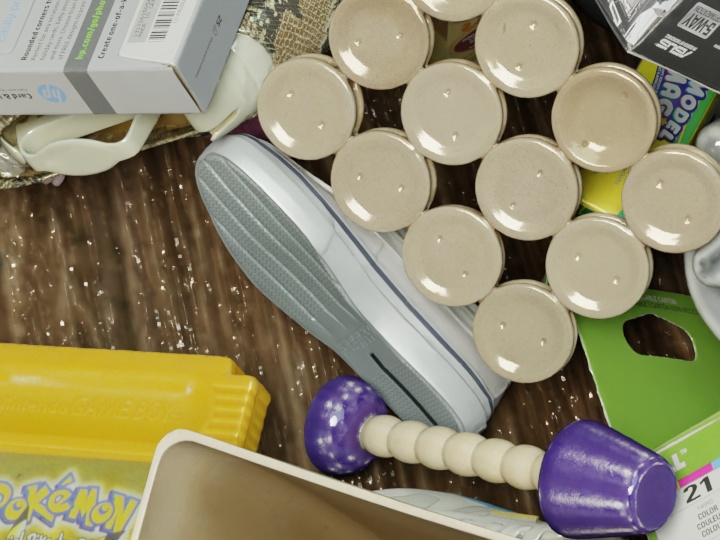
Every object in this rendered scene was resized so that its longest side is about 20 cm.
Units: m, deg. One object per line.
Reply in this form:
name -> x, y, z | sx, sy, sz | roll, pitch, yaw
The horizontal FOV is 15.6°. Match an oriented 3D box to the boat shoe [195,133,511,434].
boat shoe -> 0.000, 0.000, 1.328 | 0.200, 0.074, 0.067 | 50, 57, -14

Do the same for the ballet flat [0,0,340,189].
ballet flat -> -0.101, -0.082, 1.289 | 0.200, 0.068, 0.075 | -19, 29, 17

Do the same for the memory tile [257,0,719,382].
memory tile -> 0.062, -0.057, 1.239 | 0.200, 0.017, 0.153 | 47, 113, 1

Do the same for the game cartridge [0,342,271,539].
game cartridge -> -0.144, 0.131, 1.267 | 0.176, 0.032, 0.200 | 2, 66, 24

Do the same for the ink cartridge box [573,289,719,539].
ink cartridge box -> 0.193, 0.082, 1.270 | 0.148, 0.076, 0.200 | 8, 57, -49

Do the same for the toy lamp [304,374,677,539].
toy lamp -> 0.062, 0.088, 1.252 | 0.200, 0.058, 0.058 | 12, 62, 43

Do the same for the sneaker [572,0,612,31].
sneaker -> 0.110, -0.167, 1.375 | 0.070, 0.090, 0.200 | 22, 33, -24

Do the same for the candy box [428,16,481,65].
candy box -> 0.035, -0.171, 1.341 | 0.055, 0.200, 0.115 | -30, 72, -11

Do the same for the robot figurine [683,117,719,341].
robot figurine -> 0.230, -0.013, 1.304 | 0.113, 0.200, 0.170 | -39, 79, 24

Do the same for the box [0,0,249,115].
box -> -0.145, -0.147, 1.292 | 0.200, 0.041, 0.156 | 1, 55, 26

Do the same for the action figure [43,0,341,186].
action figure -> -0.103, -0.117, 1.350 | 0.200, 0.149, 0.134 | 11, 73, -12

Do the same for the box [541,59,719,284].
box -> 0.149, -0.064, 1.348 | 0.048, 0.117, 0.200 | 29, 70, 10

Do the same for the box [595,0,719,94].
box -> 0.144, -0.165, 1.243 | 0.050, 0.158, 0.200 | -45, 53, 23

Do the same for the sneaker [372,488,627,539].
sneaker -> 0.073, 0.146, 1.279 | 0.200, 0.081, 0.077 | 13, 70, 4

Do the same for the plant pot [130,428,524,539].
plant pot -> 0.010, 0.196, 1.161 | 0.200, 0.177, 0.200 | 16, 90, 25
